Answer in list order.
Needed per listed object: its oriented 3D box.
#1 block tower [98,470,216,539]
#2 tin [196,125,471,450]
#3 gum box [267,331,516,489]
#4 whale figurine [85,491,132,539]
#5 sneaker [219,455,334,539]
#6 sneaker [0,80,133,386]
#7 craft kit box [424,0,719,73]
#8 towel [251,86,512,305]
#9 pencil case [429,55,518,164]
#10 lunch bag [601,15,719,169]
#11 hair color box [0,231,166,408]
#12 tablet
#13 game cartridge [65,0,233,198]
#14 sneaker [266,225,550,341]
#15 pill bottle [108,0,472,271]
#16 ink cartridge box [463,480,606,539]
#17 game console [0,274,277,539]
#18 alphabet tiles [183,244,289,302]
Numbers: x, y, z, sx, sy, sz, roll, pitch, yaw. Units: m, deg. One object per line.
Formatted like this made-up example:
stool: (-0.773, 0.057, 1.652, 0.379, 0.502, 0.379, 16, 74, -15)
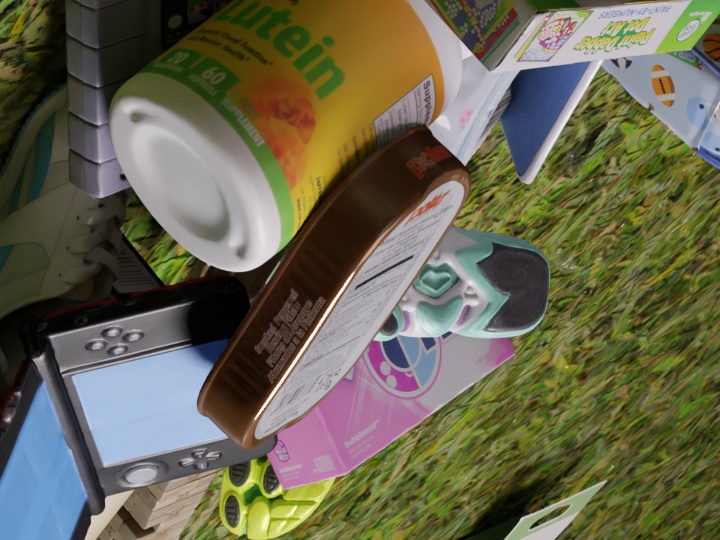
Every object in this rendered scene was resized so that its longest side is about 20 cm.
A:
block tower: (-0.122, 0.113, 1.808, 0.058, 0.054, 0.200, -20, 150, -47)
tin: (-0.012, 0.012, 1.362, 0.200, 0.042, 0.112, -56, 168, 32)
gum box: (0.008, 0.046, 1.764, 0.066, 0.114, 0.200, -18, -170, 46)
whale figurine: (-0.184, 0.108, 1.661, 0.159, 0.104, 0.200, -51, -178, 23)
sneaker: (-0.032, 0.097, 1.853, 0.201, 0.074, 0.084, -63, 172, -6)
sneaker: (-0.154, -0.030, 1.423, 0.200, 0.081, 0.076, -52, 156, 16)
craft kit box: (0.066, -0.186, 1.336, 0.049, 0.200, 0.197, -51, 158, 27)
towel: (-0.008, -0.034, 1.681, 0.192, 0.035, 0.200, -32, 173, -27)
pencil case: (0.059, -0.129, 1.544, 0.200, 0.091, 0.083, -54, 170, -3)
lunch bag: (0.242, -0.152, 1.723, 0.160, 0.200, 0.076, -27, 152, -35)
hair color box: (-0.192, 0.066, 1.519, 0.200, 0.100, 0.060, -52, 155, 24)
tablet: (0.125, -0.163, 1.609, 0.014, 0.131, 0.200, 5, 137, -23)
game cartridge: (-0.068, -0.126, 1.385, 0.199, 0.038, 0.130, -25, 132, -39)
sneaker: (0.000, 0.000, 1.608, 0.199, 0.140, 0.078, 11, 91, -34)
pill bottle: (-0.020, -0.099, 1.340, 0.200, 0.111, 0.111, -41, 162, -27)
ink cartridge box: (0.136, 0.269, 2.602, 0.145, 0.048, 0.200, -18, 148, -48)
game console: (-0.124, 0.112, 1.416, 0.171, 0.119, 0.200, -13, 151, -3)
alphabet tiles: (-0.062, -0.025, 1.525, 0.196, 0.015, 0.200, -55, -167, 23)
